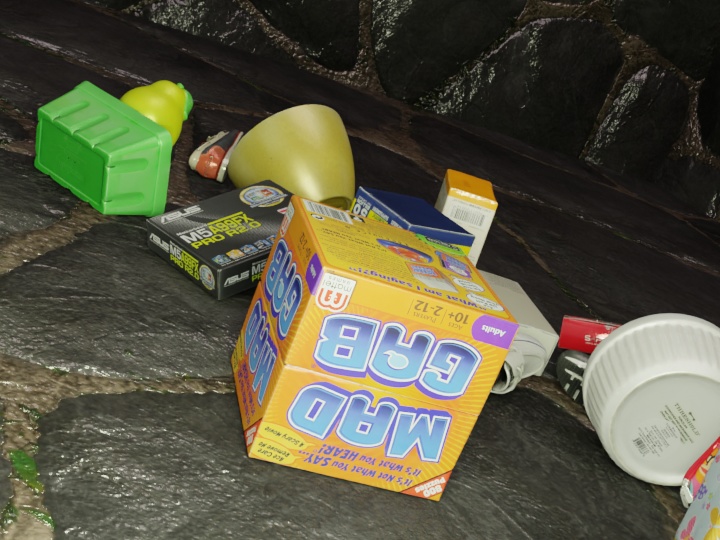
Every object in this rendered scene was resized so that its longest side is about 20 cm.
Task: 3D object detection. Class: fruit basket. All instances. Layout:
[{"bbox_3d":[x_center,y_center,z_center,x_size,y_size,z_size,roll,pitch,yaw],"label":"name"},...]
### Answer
[{"bbox_3d":[-0.325,-0.182,1.512,0.215,0.156,0.216,10,30,-6],"label":"fruit basket"}]

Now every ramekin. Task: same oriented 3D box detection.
[{"bbox_3d":[0.371,0.162,1.288,0.200,0.200,0.105,21,26,-5],"label":"ramekin"}]

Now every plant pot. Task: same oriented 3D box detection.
[{"bbox_3d":[-0.087,-0.136,1.672,0.200,0.200,0.142,3,49,-48],"label":"plant pot"}]

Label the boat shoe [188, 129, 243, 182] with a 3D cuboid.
[{"bbox_3d":[-0.244,-0.202,1.840,0.062,0.071,0.200,18,21,-4],"label":"boat shoe"}]

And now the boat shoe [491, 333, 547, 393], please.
[{"bbox_3d":[0.171,0.123,1.361,0.200,0.072,0.066,6,27,-40],"label":"boat shoe"}]

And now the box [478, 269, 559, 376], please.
[{"bbox_3d":[0.212,0.072,1.567,0.082,0.069,0.200,18,18,-14],"label":"box"}]

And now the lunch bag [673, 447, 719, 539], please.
[{"bbox_3d":[0.443,0.269,1.082,0.200,0.170,0.127,23,15,-1],"label":"lunch bag"}]

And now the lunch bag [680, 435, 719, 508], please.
[{"bbox_3d":[0.455,0.212,1.187,0.176,0.200,0.082,33,10,-30],"label":"lunch bag"}]

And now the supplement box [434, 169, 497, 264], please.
[{"bbox_3d":[0.128,-0.031,1.547,0.073,0.200,0.126,18,18,-3],"label":"supplement box"}]

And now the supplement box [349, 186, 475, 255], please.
[{"bbox_3d":[0.030,0.019,1.270,0.109,0.200,0.109,7,22,-40],"label":"supplement box"}]

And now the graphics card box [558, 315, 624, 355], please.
[{"bbox_3d":[0.359,0.106,1.542,0.125,0.051,0.200,10,-4,18],"label":"graphics card box"}]

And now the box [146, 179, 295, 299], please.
[{"bbox_3d":[-0.147,-0.045,1.384,0.200,0.044,0.160,-22,40,-36],"label":"box"}]

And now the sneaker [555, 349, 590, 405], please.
[{"bbox_3d":[0.355,0.157,1.443,0.200,0.074,0.080,29,56,2],"label":"sneaker"}]

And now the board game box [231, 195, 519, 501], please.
[{"bbox_3d":[0.003,0.073,1.074,0.200,0.200,0.200,17,18,-18],"label":"board game box"}]
